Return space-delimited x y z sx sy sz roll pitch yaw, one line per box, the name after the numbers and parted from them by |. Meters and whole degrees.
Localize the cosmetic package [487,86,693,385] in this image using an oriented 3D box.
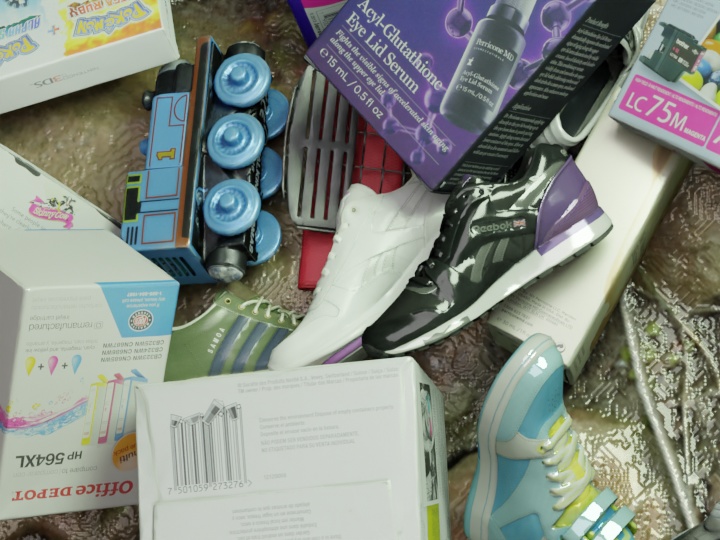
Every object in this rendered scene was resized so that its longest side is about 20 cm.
0.173 -0.024 1.530 0.071 0.105 0.201 28 86 12 | cosmetic package

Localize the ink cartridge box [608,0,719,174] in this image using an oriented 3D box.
0.268 -0.171 1.438 0.119 0.042 0.201 30 91 37 | ink cartridge box

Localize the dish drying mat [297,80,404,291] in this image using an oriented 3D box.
-0.003 -0.082 1.617 0.076 0.018 0.202 3 80 10 | dish drying mat

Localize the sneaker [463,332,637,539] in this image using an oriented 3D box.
0.148 0.143 1.457 0.130 0.201 0.079 30 49 25 | sneaker

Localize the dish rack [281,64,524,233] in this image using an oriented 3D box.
0.040 -0.092 1.578 0.198 0.055 0.155 6 79 -2 | dish rack

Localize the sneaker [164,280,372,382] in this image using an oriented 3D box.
-0.081 0.047 1.577 0.198 0.067 0.091 -13 81 10 | sneaker

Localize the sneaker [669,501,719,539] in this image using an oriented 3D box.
0.271 0.227 1.477 0.199 0.075 0.114 -34 75 8 | sneaker

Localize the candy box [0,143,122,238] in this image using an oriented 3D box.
-0.287 0.014 1.567 0.071 0.167 0.201 24 81 49 | candy box

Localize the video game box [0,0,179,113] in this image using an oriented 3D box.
-0.252 -0.219 1.646 0.198 0.047 0.184 -16 57 6 | video game box

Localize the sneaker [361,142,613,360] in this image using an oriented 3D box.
0.072 -0.016 1.437 0.199 0.076 0.088 -33 96 -15 | sneaker

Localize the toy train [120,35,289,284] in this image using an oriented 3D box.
-0.120 -0.084 1.592 0.113 0.087 0.202 -3 66 14 | toy train

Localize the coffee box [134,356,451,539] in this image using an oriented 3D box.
-0.041 0.182 1.475 0.198 0.198 0.202 -5 79 8 | coffee box

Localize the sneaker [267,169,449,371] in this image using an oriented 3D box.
0.000 0.000 1.512 0.200 0.075 0.100 -41 81 -11 | sneaker

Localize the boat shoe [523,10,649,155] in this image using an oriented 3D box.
0.182 -0.168 1.554 0.073 0.065 0.201 33 69 -23 | boat shoe

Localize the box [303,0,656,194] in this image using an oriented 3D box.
0.085 -0.174 1.468 0.148 0.104 0.200 46 109 19 | box

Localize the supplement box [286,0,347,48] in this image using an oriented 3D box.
0.038 -0.255 1.594 0.198 0.101 0.104 -15 62 6 | supplement box

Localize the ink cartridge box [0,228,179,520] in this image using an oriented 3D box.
-0.227 0.084 1.506 0.125 0.128 0.202 30 116 50 | ink cartridge box
